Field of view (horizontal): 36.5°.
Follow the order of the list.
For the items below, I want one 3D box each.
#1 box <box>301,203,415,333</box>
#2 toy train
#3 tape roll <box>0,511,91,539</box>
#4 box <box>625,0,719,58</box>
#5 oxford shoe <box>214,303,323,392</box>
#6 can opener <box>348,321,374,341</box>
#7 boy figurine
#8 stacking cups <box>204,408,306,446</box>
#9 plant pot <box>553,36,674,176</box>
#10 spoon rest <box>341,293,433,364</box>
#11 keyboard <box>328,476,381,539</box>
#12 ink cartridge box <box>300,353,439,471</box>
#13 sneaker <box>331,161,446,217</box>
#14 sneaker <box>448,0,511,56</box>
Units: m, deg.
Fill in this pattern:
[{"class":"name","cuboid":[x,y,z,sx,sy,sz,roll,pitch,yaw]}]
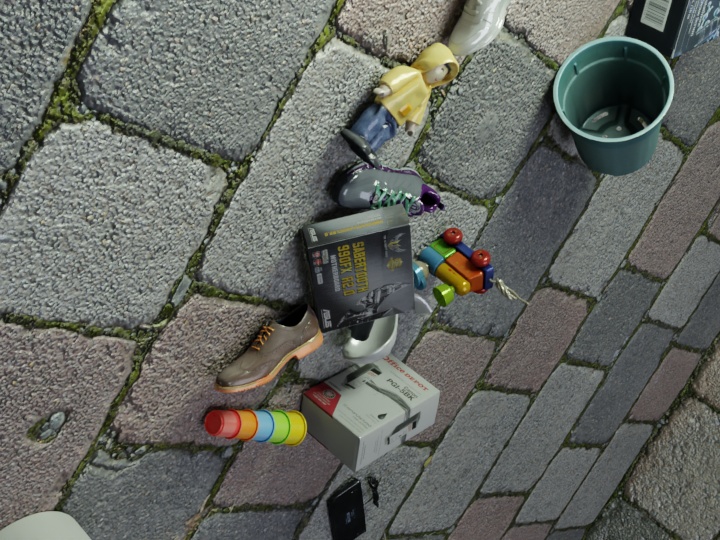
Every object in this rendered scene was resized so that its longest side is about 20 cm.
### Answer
[{"class":"box","cuboid":[0.000,0.000,1.668,0.158,0.048,0.201,-13,138,-7]},{"class":"toy train","cuboid":[0.173,0.024,1.838,0.115,0.200,0.085,-32,143,-22]},{"class":"tape roll","cuboid":[-0.441,0.458,1.518,0.202,0.139,0.203,-32,142,-30]},{"class":"box","cuboid":[0.591,-0.491,1.964,0.200,0.107,0.149,-28,140,-35]},{"class":"oxford shoe","cuboid":[-0.146,0.116,1.654,0.200,0.071,0.073,-33,124,-35]},{"class":"can opener","cuboid":[0.012,0.021,1.777,0.066,0.053,0.201,6,120,-15]},{"class":"boy figurine","cuboid":[0.063,-0.240,1.570,0.200,0.064,0.124,-46,145,-6]},{"class":"stacking cups","cuboid":[-0.170,0.253,1.747,0.200,0.060,0.061,11,112,-53]},{"class":"plant pot","cuboid":[0.448,-0.272,1.927,0.200,0.200,0.196,-49,155,-7]},{"class":"spoon rest","cuboid":[0.044,0.095,1.857,0.200,0.099,0.061,-38,112,-41]},{"class":"keyboard","cuboid":[-0.009,0.478,2.204,0.127,0.021,0.201,-31,143,-22]},{"class":"ink cartridge box","cuboid":[0.017,0.237,1.887,0.200,0.147,0.083,-25,137,-38]},{"class":"sneaker","cuboid":[0.048,-0.117,1.643,0.200,0.087,0.075,-10,128,-48]},{"class":"sneaker","cuboid":[0.179,-0.404,1.572,0.099,0.075,0.200,32,94,-39]}]
